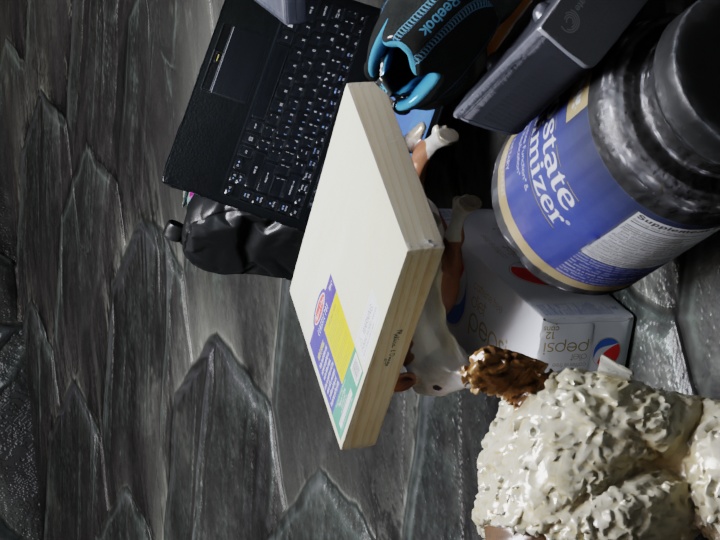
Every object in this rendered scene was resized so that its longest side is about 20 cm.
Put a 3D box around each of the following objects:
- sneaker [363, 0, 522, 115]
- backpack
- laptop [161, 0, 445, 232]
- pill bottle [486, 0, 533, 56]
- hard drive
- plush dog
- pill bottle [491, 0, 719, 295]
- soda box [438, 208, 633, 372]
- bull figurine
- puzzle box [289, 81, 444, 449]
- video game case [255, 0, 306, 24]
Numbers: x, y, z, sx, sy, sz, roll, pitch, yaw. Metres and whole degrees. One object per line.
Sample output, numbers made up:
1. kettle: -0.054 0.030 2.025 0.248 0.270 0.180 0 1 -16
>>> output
1. sneaker: 0.029 -0.125 1.034 0.073 0.082 0.200 41 167 4
2. backpack: -0.065 -0.097 1.542 0.127 0.166 0.201 121 157 -52
3. laptop: -0.034 -0.122 1.346 0.103 0.199 0.178 45 -116 -80
4. pill bottle: 0.053 -0.212 1.125 0.200 0.112 0.112 44 144 12
5. hard drive: 0.132 -0.163 0.982 0.200 0.042 0.135 -54 5 -24
6. plush dog: 0.107 0.143 0.980 0.200 0.160 0.173 -7 65 57
7. pill bottle: 0.154 -0.066 0.977 0.200 0.111 0.113 137 129 -64
8. soda box: 0.099 0.023 1.202 0.200 0.063 0.069 -131 45 -62
9. bull figurine: 0.033 -0.016 1.199 0.201 0.065 0.122 -114 33 -42
10. puzzle box: 0.000 0.000 1.154 0.201 0.025 0.134 108 150 -49
11. video game case: -0.081 -0.268 1.320 0.200 0.019 0.144 -133 36 -60
